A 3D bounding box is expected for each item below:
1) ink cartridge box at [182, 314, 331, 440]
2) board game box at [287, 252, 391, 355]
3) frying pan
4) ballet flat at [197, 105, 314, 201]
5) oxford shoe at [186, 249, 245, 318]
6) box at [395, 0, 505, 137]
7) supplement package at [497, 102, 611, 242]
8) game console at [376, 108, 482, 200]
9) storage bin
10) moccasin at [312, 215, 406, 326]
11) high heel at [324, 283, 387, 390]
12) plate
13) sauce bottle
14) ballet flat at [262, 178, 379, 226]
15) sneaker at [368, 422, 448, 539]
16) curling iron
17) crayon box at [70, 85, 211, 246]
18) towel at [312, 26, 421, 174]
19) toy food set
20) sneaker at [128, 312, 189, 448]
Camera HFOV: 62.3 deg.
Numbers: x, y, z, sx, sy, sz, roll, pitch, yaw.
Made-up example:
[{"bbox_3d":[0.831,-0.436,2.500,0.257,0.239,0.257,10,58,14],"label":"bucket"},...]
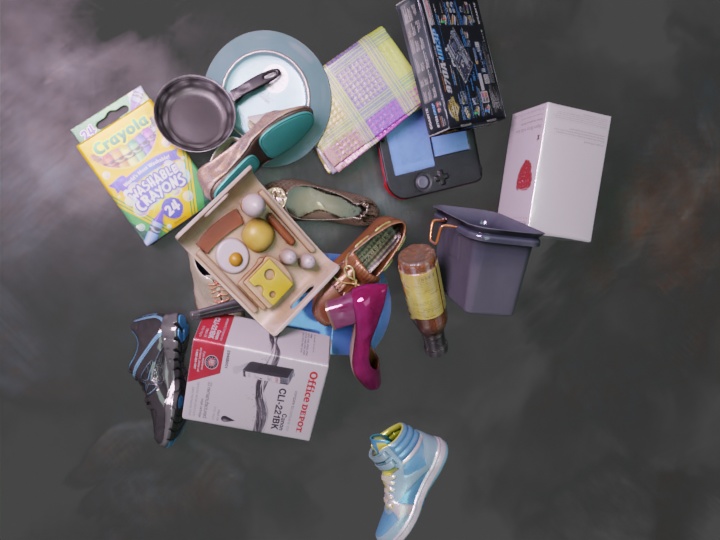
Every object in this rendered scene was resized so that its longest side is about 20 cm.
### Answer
[{"bbox_3d":[-0.152,0.159,0.893,0.197,0.084,0.146,12,115,-8],"label":"ink cartridge box"},{"bbox_3d":[-0.048,0.053,0.965,0.197,0.039,0.161,4,89,-19],"label":"board game box"},{"bbox_3d":[-0.215,-0.252,0.862,0.114,0.031,0.191,37,72,-5],"label":"frying pan"},{"bbox_3d":[-0.157,-0.184,0.862,0.199,0.068,0.067,-41,64,-11],"label":"ballet flat"},{"bbox_3d":[-0.222,0.025,0.901,0.070,0.074,0.203,-20,100,-13],"label":"oxford shoe"},{"bbox_3d":[0.145,-0.320,0.927,0.158,0.046,0.203,-21,98,-42],"label":"box"},{"bbox_3d":[0.313,-0.156,0.985,0.118,0.121,0.204,7,93,-14],"label":"supplement package"},{"bbox_3d":[0.106,-0.229,0.977,0.174,0.031,0.203,-14,99,-11],"label":"game console"},{"bbox_3d":[0.176,-0.018,0.936,0.143,0.200,0.137,5,103,-14],"label":"storage bin"},{"bbox_3d":[0.001,0.001,0.917,0.201,0.078,0.074,-45,105,-12],"label":"moccasin"},{"bbox_3d":[0.023,0.106,0.897,0.095,0.068,0.201,-18,132,8],"label":"high heel"},{"bbox_3d":[-0.142,-0.259,0.901,0.196,0.026,0.204,0,97,-2],"label":"plate"},{"bbox_3d":[0.106,0.055,0.956,0.065,0.066,0.202,-21,123,-10],"label":"sauce bottle"},{"bbox_3d":[-0.063,-0.103,0.940,0.197,0.046,0.069,9,92,-14],"label":"ballet flat"},{"bbox_3d":[0.048,0.347,0.994,0.130,0.079,0.202,33,78,-16],"label":"sneaker"},{"bbox_3d":[-0.157,0.036,0.890,0.197,0.025,0.050,-20,102,-20],"label":"curling iron"},{"bbox_3d":[-0.317,-0.155,0.874,0.125,0.052,0.201,-35,101,-8],"label":"crayon box"},{"bbox_3d":[-0.008,-0.264,0.927,0.199,0.023,0.144,-36,95,5],"label":"towel"},{"bbox_3d":[-0.140,-0.025,0.844,0.144,0.060,0.200,-46,109,-13],"label":"toy food set"},{"bbox_3d":[-0.305,0.165,0.906,0.080,0.073,0.204,1,90,3],"label":"sneaker"}]
